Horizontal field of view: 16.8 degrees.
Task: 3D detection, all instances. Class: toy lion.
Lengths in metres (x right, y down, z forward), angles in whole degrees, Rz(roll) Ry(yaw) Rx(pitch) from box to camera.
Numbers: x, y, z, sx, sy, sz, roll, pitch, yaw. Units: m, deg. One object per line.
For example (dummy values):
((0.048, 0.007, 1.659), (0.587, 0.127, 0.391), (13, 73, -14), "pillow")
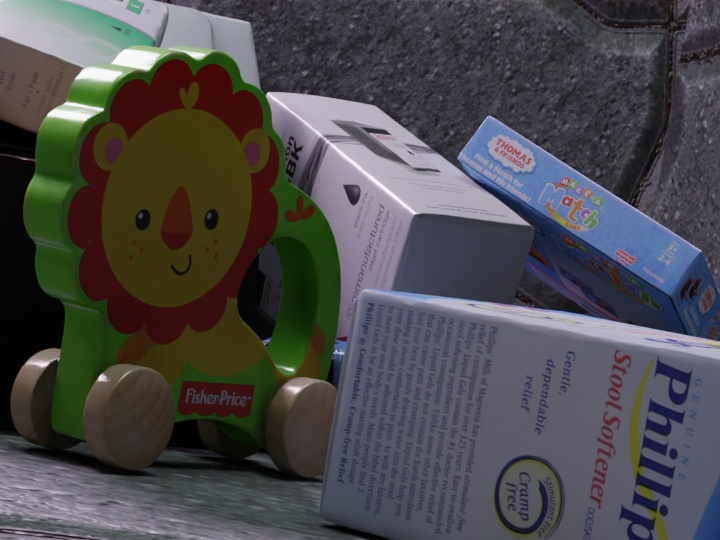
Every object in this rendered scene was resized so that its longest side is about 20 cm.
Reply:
((-0.079, -0.005, 1.141), (0.068, 0.194, 0.199), (11, 1, 40), "toy lion")

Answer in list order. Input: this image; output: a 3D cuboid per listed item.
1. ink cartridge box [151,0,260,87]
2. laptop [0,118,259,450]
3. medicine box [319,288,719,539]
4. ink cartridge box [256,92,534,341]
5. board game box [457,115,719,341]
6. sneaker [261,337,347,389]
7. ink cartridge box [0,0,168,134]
((-0.158, -0.047, 1.416), (0.144, 0.146, 0.200), (10, -37, -29), "ink cartridge box")
((-0.155, -0.017, 1.238), (0.186, 0.117, 0.200), (9, 24, -35), "laptop")
((0.117, 0.078, 1.052), (0.199, 0.104, 0.182), (10, 1, 33), "medicine box")
((0.000, 0.000, 1.405), (0.082, 0.148, 0.200), (6, 19, -31), "ink cartridge box")
((0.145, -0.005, 1.432), (0.151, 0.037, 0.200), (35, -6, 23), "board game box")
((0.011, 0.072, 1.255), (0.199, 0.075, 0.082), (2, -1, 33), "sneaker")
((-0.202, -0.133, 1.242), (0.199, 0.050, 0.161), (23, 20, -7), "ink cartridge box")
